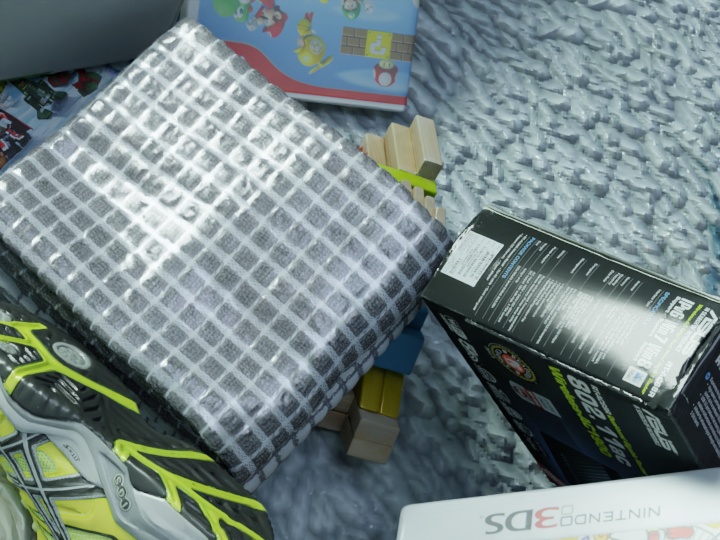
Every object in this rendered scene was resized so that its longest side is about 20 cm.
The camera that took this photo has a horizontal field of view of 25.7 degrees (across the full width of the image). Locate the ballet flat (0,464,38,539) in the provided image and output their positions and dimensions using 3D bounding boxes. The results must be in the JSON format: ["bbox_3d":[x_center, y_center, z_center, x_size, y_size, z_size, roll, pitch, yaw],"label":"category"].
[{"bbox_3d":[-0.198,0.140,0.701,0.200,0.069,0.070,-36,83,-34],"label":"ballet flat"}]

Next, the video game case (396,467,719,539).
[{"bbox_3d":[0.086,0.182,0.666,0.023,0.181,0.201,48,41,-43],"label":"video game case"}]

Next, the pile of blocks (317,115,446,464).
[{"bbox_3d":[0.000,0.000,0.850,0.062,0.082,0.201,15,60,-17],"label":"pile of blocks"}]

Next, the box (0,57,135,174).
[{"bbox_3d":[-0.220,-0.098,0.825,0.137,0.040,0.200,39,56,0],"label":"box"}]

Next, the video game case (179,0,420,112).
[{"bbox_3d":[-0.027,-0.199,0.910,0.142,0.017,0.201,4,99,-23],"label":"video game case"}]

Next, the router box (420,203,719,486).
[{"bbox_3d":[0.135,0.067,0.780,0.062,0.149,0.200,-53,138,-15],"label":"router box"}]

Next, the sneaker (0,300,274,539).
[{"bbox_3d":[-0.133,0.087,0.707,0.200,0.077,0.075,41,17,16],"label":"sneaker"}]

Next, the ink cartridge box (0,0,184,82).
[{"bbox_3d":[-0.191,-0.205,0.818,0.145,0.088,0.201,-14,68,-28],"label":"ink cartridge box"}]

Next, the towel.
[{"bbox_3d":[-0.076,-0.013,0.777,0.200,0.086,0.166,40,74,10],"label":"towel"}]
